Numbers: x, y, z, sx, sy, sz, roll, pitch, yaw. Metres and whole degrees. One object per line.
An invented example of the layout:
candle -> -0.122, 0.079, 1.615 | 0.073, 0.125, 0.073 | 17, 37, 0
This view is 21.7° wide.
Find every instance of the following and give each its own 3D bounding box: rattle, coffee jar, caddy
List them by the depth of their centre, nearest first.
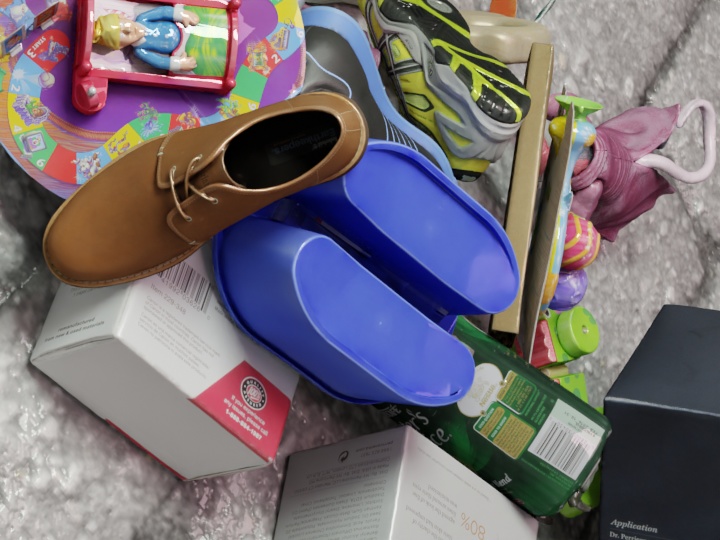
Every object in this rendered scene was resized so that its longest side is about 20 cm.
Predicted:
caddy -> 0.000, 0.000, 1.153 | 0.200, 0.105, 0.142 | 39, 72, -32
coffee jar -> 0.067, 0.082, 1.288 | 0.200, 0.104, 0.085 | 35, 82, -4
rattle -> 0.095, -0.147, 1.482 | 0.200, 0.130, 0.144 | -39, 119, -75

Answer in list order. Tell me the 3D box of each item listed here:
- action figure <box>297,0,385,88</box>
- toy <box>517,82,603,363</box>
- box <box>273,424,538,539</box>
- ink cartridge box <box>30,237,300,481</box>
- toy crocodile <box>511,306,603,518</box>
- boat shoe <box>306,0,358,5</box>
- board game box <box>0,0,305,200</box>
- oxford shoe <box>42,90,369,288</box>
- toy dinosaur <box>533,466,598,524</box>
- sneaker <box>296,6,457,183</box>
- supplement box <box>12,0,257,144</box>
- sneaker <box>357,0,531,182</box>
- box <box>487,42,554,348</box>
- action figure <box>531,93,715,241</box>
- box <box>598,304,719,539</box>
action figure -> -0.082, -0.157, 1.269 | 0.200, 0.134, 0.150 | 15, 93, -48
toy -> 0.151, -0.028, 1.378 | 0.115, 0.047, 0.201 | -83, 179, -74
box -> 0.022, 0.229, 1.226 | 0.152, 0.106, 0.201 | 39, 49, -37
ink cartridge box -> -0.102, 0.008, 1.174 | 0.148, 0.085, 0.201 | 43, 46, -32
toy crocodile -> 0.151, 0.092, 1.465 | 0.062, 0.067, 0.201 | -4, 80, -50
boat shoe -> 0.016, -0.237, 1.426 | 0.200, 0.060, 0.076 | -20, 93, -52
board game box -> -0.123, -0.129, 1.088 | 0.200, 0.039, 0.158 | -42, 98, -12
oxford shoe -> -0.093, -0.049, 1.046 | 0.072, 0.199, 0.071 | 63, 6, -1
toy dinosaur -> 0.093, 0.149, 1.379 | 0.135, 0.102, 0.201 | -2, 97, -36
sneaker -> -0.001, -0.075, 1.227 | 0.200, 0.070, 0.078 | 54, 43, -36
supplement box -> -0.121, -0.159, 1.145 | 0.200, 0.067, 0.069 | -43, 102, -14
sneaker -> 0.041, -0.141, 1.312 | 0.075, 0.077, 0.200 | 7, 35, -33
box -> 0.114, -0.048, 1.343 | 0.163, 0.021, 0.201 | 66, 33, -83
action figure -> 0.195, -0.077, 1.516 | 0.200, 0.148, 0.135 | 4, 80, -64
box -> 0.264, 0.157, 1.462 | 0.197, 0.117, 0.201 | -42, 136, -60
